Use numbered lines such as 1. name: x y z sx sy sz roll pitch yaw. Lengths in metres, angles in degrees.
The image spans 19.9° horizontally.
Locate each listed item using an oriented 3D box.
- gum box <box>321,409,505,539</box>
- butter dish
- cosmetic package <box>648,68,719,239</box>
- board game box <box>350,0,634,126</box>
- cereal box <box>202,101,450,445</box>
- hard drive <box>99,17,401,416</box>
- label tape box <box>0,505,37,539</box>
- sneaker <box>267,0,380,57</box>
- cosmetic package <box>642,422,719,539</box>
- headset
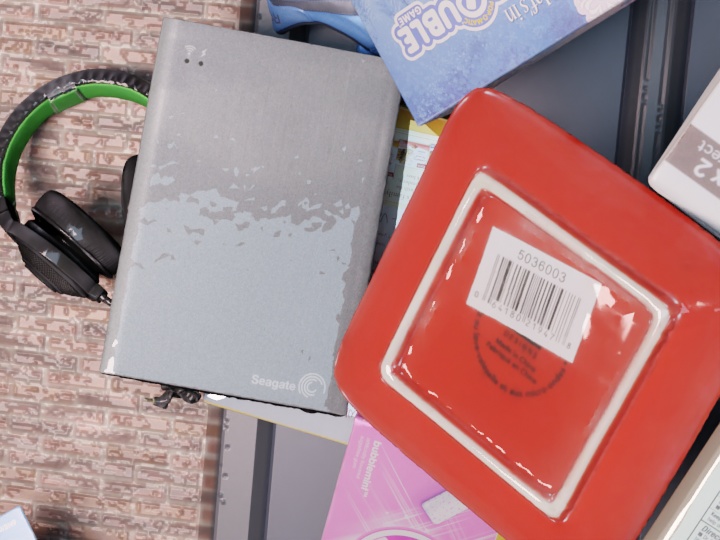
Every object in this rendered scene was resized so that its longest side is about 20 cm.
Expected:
1. gum box: 0.032 0.174 1.173 0.113 0.066 0.201 18 113 6
2. butter dish: 0.118 0.029 1.084 0.200 0.147 0.200 38 116 27
3. cosmetic package: 0.262 -0.070 1.069 0.164 0.200 0.166 35 99 4
4. board game box: 0.061 -0.207 1.061 0.199 0.043 0.200 -30 89 39
5. cereal box: 0.000 0.000 1.198 0.143 0.040 0.201 16 99 8
6. hard drive: -0.059 -0.029 1.142 0.138 0.033 0.202 10 85 -3
7. label tape box: -0.210 0.257 1.244 0.143 0.066 0.201 -28 88 10
8. sneaker: 0.043 -0.153 1.170 0.198 0.066 0.079 9 108 9
9. cosmetic package: 0.183 0.146 0.964 0.103 0.073 0.201 33 101 5
10. headset: -0.139 -0.019 1.203 0.123 0.094 0.201 -23 69 1
